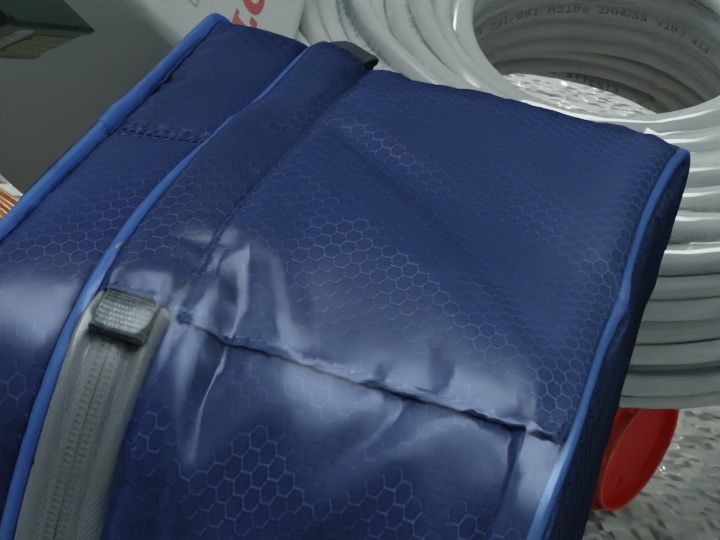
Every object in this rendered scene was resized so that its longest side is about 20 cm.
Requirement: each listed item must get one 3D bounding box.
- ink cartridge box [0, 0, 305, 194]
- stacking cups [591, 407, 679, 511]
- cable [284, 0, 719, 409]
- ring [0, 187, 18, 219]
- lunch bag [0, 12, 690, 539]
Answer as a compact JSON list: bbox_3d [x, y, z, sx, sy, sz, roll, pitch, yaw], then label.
[{"bbox_3d":[-0.092,-0.135,0.571,0.084,0.200,0.147,-11,51,33],"label":"ink cartridge box"},{"bbox_3d":[0.000,0.000,0.678,0.199,0.061,0.060,27,27,27],"label":"stacking cups"},{"bbox_3d":[0.061,-0.047,0.655,0.200,0.069,0.200,31,43,26],"label":"cable"},{"bbox_3d":[-0.171,0.000,0.641,0.199,0.019,0.201,11,23,-5],"label":"ring"},{"bbox_3d":[-0.018,0.033,0.495,0.132,0.136,0.200,17,27,8],"label":"lunch bag"}]
